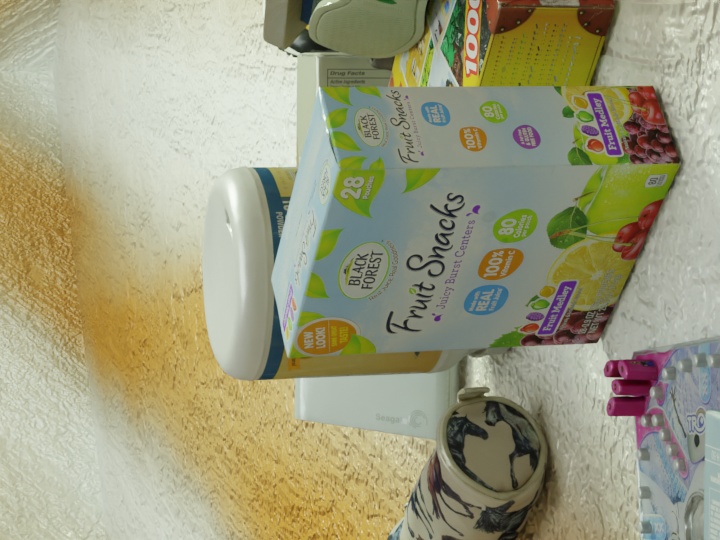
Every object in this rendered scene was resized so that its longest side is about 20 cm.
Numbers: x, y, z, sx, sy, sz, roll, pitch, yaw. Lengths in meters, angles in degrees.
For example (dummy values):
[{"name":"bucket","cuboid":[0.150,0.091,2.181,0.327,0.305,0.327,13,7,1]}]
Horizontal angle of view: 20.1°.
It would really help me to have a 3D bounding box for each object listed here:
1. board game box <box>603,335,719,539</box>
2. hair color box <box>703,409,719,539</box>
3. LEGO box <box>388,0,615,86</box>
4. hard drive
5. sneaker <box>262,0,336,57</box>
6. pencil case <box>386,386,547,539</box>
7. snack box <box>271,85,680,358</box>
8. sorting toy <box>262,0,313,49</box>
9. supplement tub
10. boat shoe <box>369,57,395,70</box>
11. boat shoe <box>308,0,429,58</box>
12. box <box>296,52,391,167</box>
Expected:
[{"name":"board game box","cuboid":[0.179,0.137,1.066,0.200,0.026,0.202,157,111,-74]},{"name":"hair color box","cuboid":[0.199,0.160,0.852,0.061,0.098,0.202,-164,73,-73]},{"name":"LEGO box","cuboid":[0.084,-0.139,1.298,0.201,0.077,0.150,104,158,-44]},{"name":"hard drive","cuboid":[0.013,0.019,1.516,0.026,0.131,0.202,-14,-72,-61]},{"name":"sneaker","cuboid":[-0.053,-0.273,1.810,0.201,0.069,0.090,-104,16,-45]},{"name":"pencil case","cuboid":[0.068,0.160,1.381,0.090,0.077,0.200,58,153,25]},{"name":"snack box","cuboid":[0.061,-0.027,1.161,0.169,0.198,0.068,106,158,-49]},{"name":"sorting toy","cuboid":[0.019,-0.270,1.394,0.200,0.069,0.199,-52,-17,-35]},{"name":"supplement tub","cuboid":[0.000,0.000,1.388,0.145,0.198,0.146,178,90,-75]},{"name":"boat shoe","cuboid":[0.019,-0.222,1.540,0.201,0.073,0.075,-108,22,-46]},{"name":"boat shoe","cuboid":[0.016,-0.191,1.295,0.200,0.071,0.068,127,157,-68]},{"name":"box","cuboid":[0.000,-0.070,1.592,0.078,0.094,0.202,-156,67,-75]}]
